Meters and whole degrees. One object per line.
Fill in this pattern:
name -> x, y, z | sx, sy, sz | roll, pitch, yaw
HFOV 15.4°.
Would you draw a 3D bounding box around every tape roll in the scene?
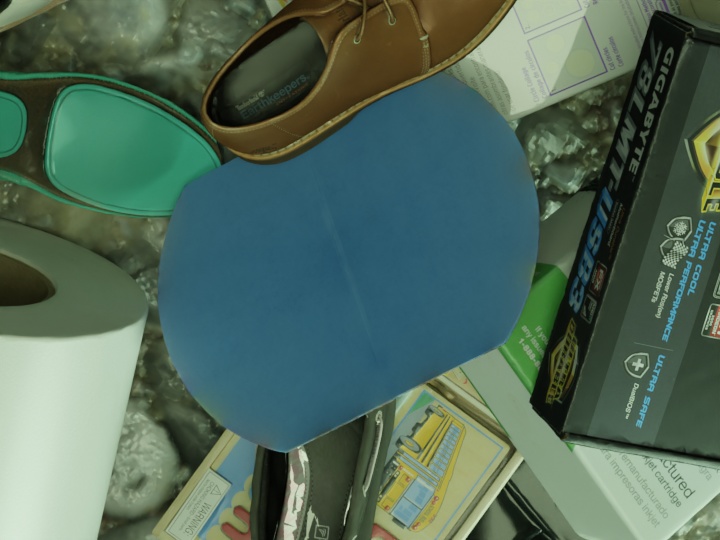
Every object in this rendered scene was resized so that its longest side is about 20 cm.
tape roll -> -0.215, 0.060, 1.301 | 0.203, 0.203, 0.139 | 13, 106, -4

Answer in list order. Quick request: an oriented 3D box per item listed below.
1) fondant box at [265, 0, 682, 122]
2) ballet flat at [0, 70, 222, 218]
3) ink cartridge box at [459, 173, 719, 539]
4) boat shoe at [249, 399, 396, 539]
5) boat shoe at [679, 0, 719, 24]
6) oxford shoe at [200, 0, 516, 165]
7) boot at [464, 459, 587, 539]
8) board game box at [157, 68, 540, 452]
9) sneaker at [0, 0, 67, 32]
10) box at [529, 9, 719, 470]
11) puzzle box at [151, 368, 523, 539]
fondant box -> 0.057, -0.147, 1.317 | 0.200, 0.058, 0.144 | -23, 105, 5
ballet flat -> -0.166, -0.072, 1.326 | 0.200, 0.070, 0.067 | 10, 100, -24
ink cartridge box -> 0.158, 0.020, 1.313 | 0.200, 0.083, 0.147 | -40, 104, -15
boat shoe -> -0.020, 0.093, 1.321 | 0.067, 0.057, 0.200 | 5, 86, 6
boat shoe -> 0.195, -0.199, 1.292 | 0.073, 0.063, 0.200 | 3, 79, 30
oxford shoe -> 0.009, -0.120, 1.253 | 0.200, 0.071, 0.071 | -40, 79, 8
boot -> 0.067, 0.193, 1.405 | 0.162, 0.073, 0.198 | -39, 95, 7
board game box -> 0.000, 0.000, 1.284 | 0.200, 0.039, 0.158 | -28, 61, 14
sneaker -> -0.142, -0.162, 1.303 | 0.200, 0.080, 0.074 | -29, 102, 6
box -> 0.200, -0.003, 1.234 | 0.198, 0.050, 0.200 | 12, 104, -20
puzzle box -> 0.004, 0.094, 1.360 | 0.133, 0.025, 0.200 | 35, 89, 7
